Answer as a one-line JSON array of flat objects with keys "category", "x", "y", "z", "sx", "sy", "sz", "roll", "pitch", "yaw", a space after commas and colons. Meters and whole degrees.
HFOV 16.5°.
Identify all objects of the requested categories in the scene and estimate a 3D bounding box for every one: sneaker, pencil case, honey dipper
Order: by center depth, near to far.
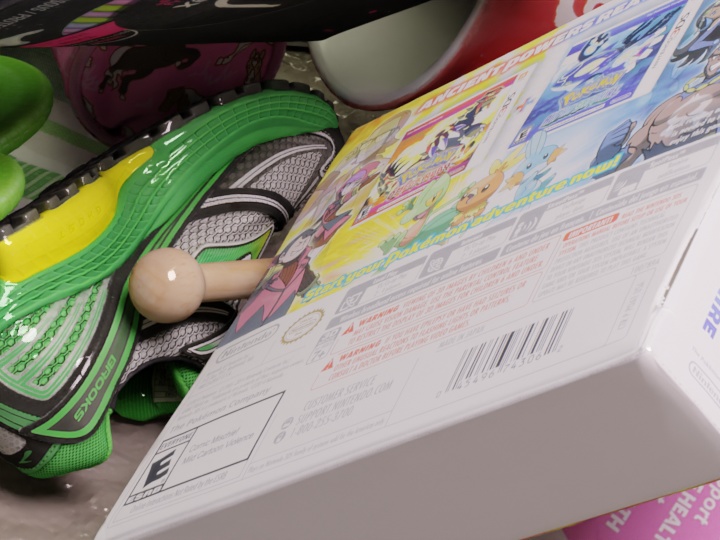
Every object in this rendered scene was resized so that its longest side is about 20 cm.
[{"category": "honey dipper", "x": 0.000, "y": 0.000, "z": 0.795, "sx": 0.200, "sy": 0.038, "sz": 0.038, "roll": -5, "pitch": 33, "yaw": -48}, {"category": "sneaker", "x": -0.066, "y": 0.002, "z": 0.796, "sx": 0.078, "sy": 0.085, "sz": 0.200, "roll": -23, "pitch": 10, "yaw": 42}, {"category": "pencil case", "x": -0.089, "y": -0.135, "z": 0.891, "sx": 0.083, "sy": 0.087, "sz": 0.200, "roll": -21, "pitch": 54, "yaw": -1}]

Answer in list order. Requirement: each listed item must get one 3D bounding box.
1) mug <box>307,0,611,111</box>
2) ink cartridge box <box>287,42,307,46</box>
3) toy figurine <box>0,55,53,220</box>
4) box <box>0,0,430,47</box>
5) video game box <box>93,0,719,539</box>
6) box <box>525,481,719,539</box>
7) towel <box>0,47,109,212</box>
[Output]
[{"category": "mug", "x": 0.094, "y": -0.081, "z": 0.901, "sx": 0.200, "sy": 0.178, "sz": 0.133, "roll": 13, "pitch": -13, "yaw": -33}, {"category": "ink cartridge box", "x": 0.006, "y": -0.222, "z": 1.033, "sx": 0.043, "sy": 0.198, "sz": 0.200, "roll": 12, "pitch": 33, "yaw": -9}, {"category": "toy figurine", "x": -0.177, "y": -0.115, "z": 0.749, "sx": 0.150, "sy": 0.184, "sz": 0.200, "roll": -17, "pitch": 24, "yaw": -18}, {"category": "box", "x": -0.038, "y": -0.130, "z": 0.732, "sx": 0.122, "sy": 0.106, "sz": 0.200, "roll": -15, "pitch": -4, "yaw": 38}, {"category": "video game box", "x": 0.040, "y": 0.000, "z": 0.646, "sx": 0.047, "sy": 0.200, "sz": 0.182, "roll": 46, "pitch": 48, "yaw": -20}, {"category": "box", "x": 0.147, "y": 0.071, "z": 0.662, "sx": 0.200, "sy": 0.097, "sz": 0.176, "roll": 26, "pitch": 60, "yaw": 22}, {"category": "towel", "x": -0.147, "y": -0.036, "z": 0.869, "sx": 0.152, "sy": 0.023, "sz": 0.200, "roll": 23, "pitch": 35, "yaw": 20}]
